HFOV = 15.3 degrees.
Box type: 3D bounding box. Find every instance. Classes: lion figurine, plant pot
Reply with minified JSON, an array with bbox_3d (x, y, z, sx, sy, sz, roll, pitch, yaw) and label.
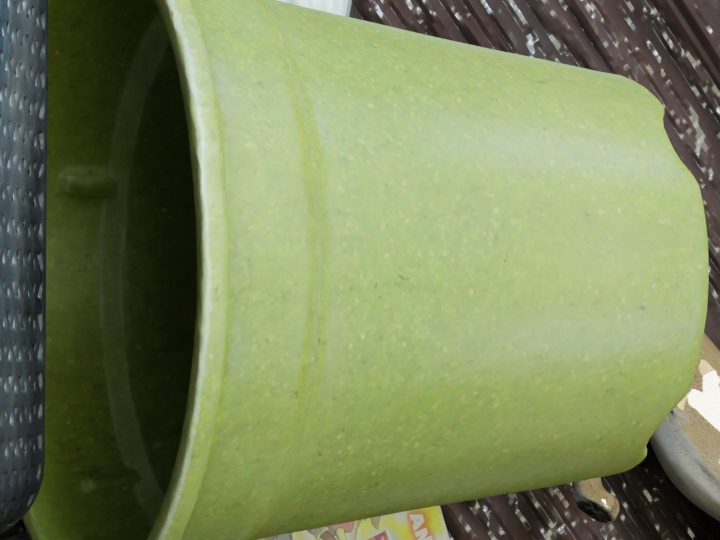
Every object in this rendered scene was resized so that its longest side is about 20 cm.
[{"bbox_3d":[0.130,0.064,0.977,0.200,0.072,0.123,42,64,-15],"label":"lion figurine"},{"bbox_3d":[0.000,0.000,0.837,0.183,0.200,0.202,1,88,-24],"label":"plant pot"}]

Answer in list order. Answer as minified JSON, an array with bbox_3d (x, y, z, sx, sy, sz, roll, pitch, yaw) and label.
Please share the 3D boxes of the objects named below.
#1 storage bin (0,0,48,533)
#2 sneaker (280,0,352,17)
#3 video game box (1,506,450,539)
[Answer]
[{"bbox_3d":[-0.166,-0.018,0.788,0.134,0.094,0.202,0,89,5],"label":"storage bin"},{"bbox_3d":[-0.038,-0.154,0.900,0.080,0.070,0.202,10,85,-23],"label":"sneaker"},{"bbox_3d":[-0.039,0.165,0.902,0.181,0.047,0.201,-19,97,-24],"label":"video game box"}]
